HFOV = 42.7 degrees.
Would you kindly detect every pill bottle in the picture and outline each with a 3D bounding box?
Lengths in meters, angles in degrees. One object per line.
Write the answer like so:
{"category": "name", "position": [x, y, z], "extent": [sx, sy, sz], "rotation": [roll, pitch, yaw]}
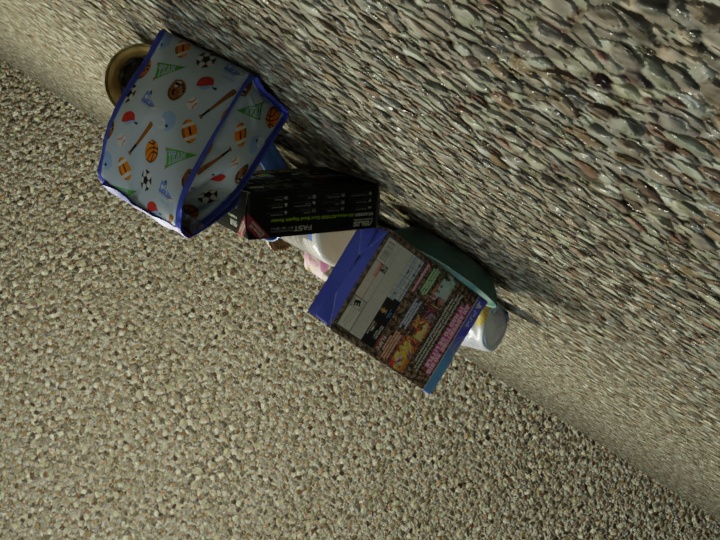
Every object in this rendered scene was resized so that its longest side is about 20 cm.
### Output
{"category": "pill bottle", "position": [-0.076, -0.088, 1.467], "extent": [0.113, 0.115, 0.199], "rotation": [36, 174, -40]}

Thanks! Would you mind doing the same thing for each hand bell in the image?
{"category": "hand bell", "position": [-0.318, -0.287, 1.350], "extent": [0.104, 0.105, 0.200], "rotation": [34, -172, -21]}

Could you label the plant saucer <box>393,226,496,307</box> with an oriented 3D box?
{"category": "plant saucer", "position": [0.126, -0.012, 1.371], "extent": [0.198, 0.036, 0.200], "rotation": [32, 175, 3]}

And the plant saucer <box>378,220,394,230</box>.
{"category": "plant saucer", "position": [0.043, -0.047, 1.561], "extent": [0.200, 0.039, 0.201], "rotation": [33, 176, 2]}

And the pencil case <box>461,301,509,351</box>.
{"category": "pencil case", "position": [0.155, 0.081, 1.597], "extent": [0.198, 0.083, 0.092], "rotation": [8, 132, 38]}

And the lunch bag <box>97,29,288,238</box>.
{"category": "lunch bag", "position": [-0.210, -0.156, 1.110], "extent": [0.169, 0.202, 0.124], "rotation": [28, 174, 30]}

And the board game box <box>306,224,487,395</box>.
{"category": "board game box", "position": [0.053, 0.053, 1.325], "extent": [0.199, 0.161, 0.097], "rotation": [35, 175, -26]}

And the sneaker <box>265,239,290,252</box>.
{"category": "sneaker", "position": [-0.169, -0.137, 1.619], "extent": [0.109, 0.069, 0.202], "rotation": [55, 158, 41]}

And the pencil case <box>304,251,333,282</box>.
{"category": "pencil case", "position": [0.000, 0.000, 1.526], "extent": [0.199, 0.088, 0.082], "rotation": [30, -154, 27]}

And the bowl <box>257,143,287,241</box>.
{"category": "bowl", "position": [-0.163, -0.142, 1.392], "extent": [0.200, 0.039, 0.202], "rotation": [43, 151, 31]}

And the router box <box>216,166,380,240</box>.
{"category": "router box", "position": [-0.095, -0.093, 1.232], "extent": [0.197, 0.063, 0.149], "rotation": [-6, -162, -30]}
